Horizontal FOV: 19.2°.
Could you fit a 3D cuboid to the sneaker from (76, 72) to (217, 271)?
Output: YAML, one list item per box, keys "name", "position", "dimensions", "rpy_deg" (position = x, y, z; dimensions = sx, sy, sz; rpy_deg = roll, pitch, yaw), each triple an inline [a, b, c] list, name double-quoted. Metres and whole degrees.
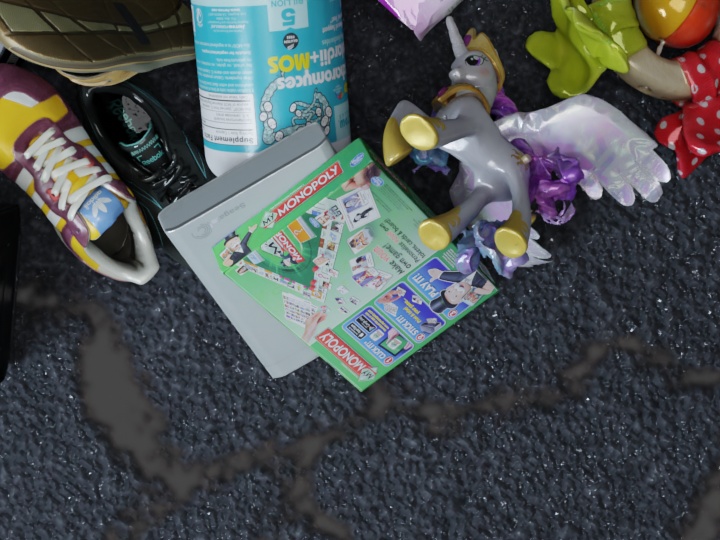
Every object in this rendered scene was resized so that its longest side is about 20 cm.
- name: "sneaker"
  position: [-0.148, -0.069, 1.590]
  dimensions: [0.075, 0.079, 0.200]
  rpy_deg: [-39, 95, 4]

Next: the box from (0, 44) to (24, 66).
- name: "box"
  position: [-0.342, -0.186, 1.567]
  dimensions: [0.181, 0.104, 0.201]
  rpy_deg: [30, 94, -1]

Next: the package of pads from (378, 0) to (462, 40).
- name: "package of pads"
  position: [0.073, -0.280, 1.570]
  dimensions: [0.200, 0.076, 0.121]
  rpy_deg: [-43, 92, 4]

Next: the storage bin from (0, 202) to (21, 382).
- name: "storage bin"
  position: [-0.309, 0.020, 1.537]
  dimensions: [0.093, 0.200, 0.136]
  rpy_deg: [5, 95, 1]

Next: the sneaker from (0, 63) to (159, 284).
- name: "sneaker"
  position: [-0.211, -0.070, 1.540]
  dimensions: [0.075, 0.090, 0.200]
  rpy_deg: [-47, 131, -10]

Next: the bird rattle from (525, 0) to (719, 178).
- name: "bird rattle"
  position: [0.232, -0.174, 1.571]
  dimensions: [0.199, 0.113, 0.164]
  rpy_deg: [24, 79, -5]

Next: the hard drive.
- name: "hard drive"
  position: [-0.048, -0.010, 1.554]
  dimensions: [0.131, 0.200, 0.026]
  rpy_deg: [-30, 50, 3]

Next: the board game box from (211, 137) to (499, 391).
- name: "board game box"
  position: [0.000, 0.000, 1.547]
  dimensions: [0.134, 0.029, 0.200]
  rpy_deg: [-35, 139, 10]

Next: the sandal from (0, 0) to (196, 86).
- name: "sandal"
  position: [-0.191, -0.166, 1.539]
  dimensions: [0.054, 0.199, 0.081]
  rpy_deg: [-46, 68, 32]

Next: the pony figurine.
- name: "pony figurine"
  position: [0.101, -0.077, 1.522]
  dimensions: [0.166, 0.200, 0.193]
  rpy_deg: [-34, 103, 32]

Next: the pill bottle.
- name: "pill bottle"
  position: [-0.064, -0.135, 1.560]
  dimensions: [0.110, 0.111, 0.202]
  rpy_deg: [-4, 105, 1]
